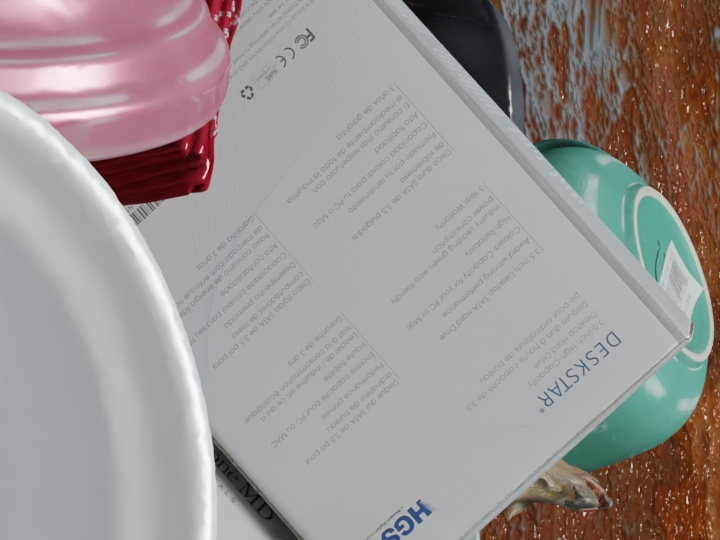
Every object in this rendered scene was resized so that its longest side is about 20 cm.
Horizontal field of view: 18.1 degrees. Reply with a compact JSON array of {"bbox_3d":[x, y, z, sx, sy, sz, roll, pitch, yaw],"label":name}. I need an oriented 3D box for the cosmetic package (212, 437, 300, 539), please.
[{"bbox_3d":[-0.107,0.137,0.777,0.108,0.085,0.200,47,39,1],"label":"cosmetic package"}]

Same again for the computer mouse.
[{"bbox_3d":[0.018,-0.073,0.953,0.052,0.200,0.139,-1,101,-13],"label":"computer mouse"}]

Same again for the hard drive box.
[{"bbox_3d":[0.000,0.000,0.834,0.200,0.156,0.077,49,9,4],"label":"hard drive box"}]

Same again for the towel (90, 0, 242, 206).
[{"bbox_3d":[-0.088,-0.110,0.818,0.022,0.144,0.201,34,58,-42],"label":"towel"}]

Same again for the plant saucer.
[{"bbox_3d":[-0.137,-0.087,0.690,0.200,0.200,0.051,-23,128,-55],"label":"plant saucer"}]

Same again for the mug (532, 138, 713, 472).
[{"bbox_3d":[0.097,0.004,1.085,0.152,0.114,0.186,21,54,-57],"label":"mug"}]

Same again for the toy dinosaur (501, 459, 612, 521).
[{"bbox_3d":[0.012,0.035,0.947,0.201,0.086,0.135,61,15,10],"label":"toy dinosaur"}]

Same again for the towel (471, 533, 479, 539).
[{"bbox_3d":[0.001,0.109,0.982,0.200,0.031,0.150,32,43,-54],"label":"towel"}]

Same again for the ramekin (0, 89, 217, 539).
[{"bbox_3d":[-0.135,0.054,0.561,0.200,0.097,0.201,21,63,-49],"label":"ramekin"}]
